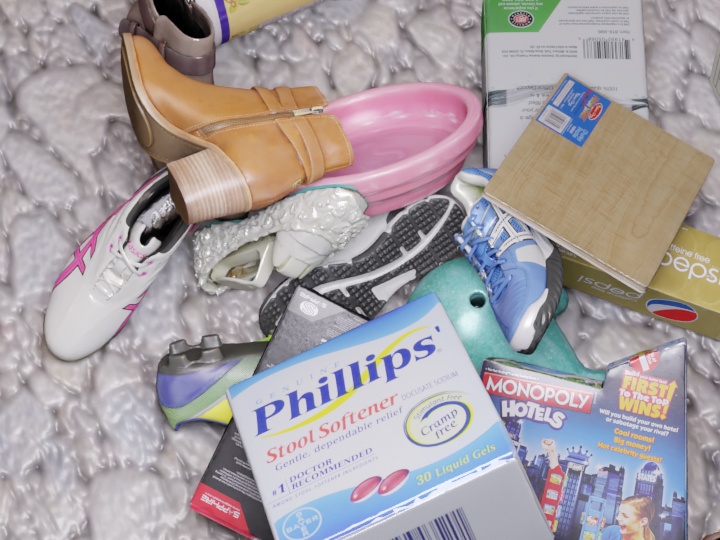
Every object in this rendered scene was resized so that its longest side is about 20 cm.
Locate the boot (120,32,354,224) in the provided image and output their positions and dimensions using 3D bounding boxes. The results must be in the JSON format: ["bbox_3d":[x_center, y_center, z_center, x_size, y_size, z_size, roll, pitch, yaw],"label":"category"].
[{"bbox_3d":[-0.107,-0.134,1.640,0.154,0.074,0.201,-20,64,-17],"label":"boot"}]

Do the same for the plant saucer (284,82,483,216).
[{"bbox_3d":[0.012,-0.101,1.705,0.200,0.051,0.201,-14,24,6],"label":"plant saucer"}]

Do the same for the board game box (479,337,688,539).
[{"bbox_3d":[0.185,0.139,1.561,0.199,0.062,0.201,14,94,8],"label":"board game box"}]

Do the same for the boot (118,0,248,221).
[{"bbox_3d":[-0.149,-0.156,1.726,0.070,0.147,0.200,-25,62,-31],"label":"boot"}]

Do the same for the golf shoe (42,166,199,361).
[{"bbox_3d":[-0.204,-0.011,1.667,0.072,0.092,0.200,36,84,-2],"label":"golf shoe"}]

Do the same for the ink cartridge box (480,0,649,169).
[{"bbox_3d":[0.180,-0.142,1.749,0.146,0.083,0.201,1,62,1],"label":"ink cartridge box"}]

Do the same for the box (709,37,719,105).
[{"bbox_3d":[0.398,-0.134,1.715,0.108,0.128,0.201,-16,64,-8],"label":"box"}]

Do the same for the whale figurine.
[{"bbox_3d":[0.126,0.066,1.628,0.200,0.104,0.159,32,67,18],"label":"whale figurine"}]

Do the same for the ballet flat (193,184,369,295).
[{"bbox_3d":[-0.069,-0.017,1.654,0.072,0.200,0.072,14,69,-41],"label":"ballet flat"}]

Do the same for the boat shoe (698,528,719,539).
[{"bbox_3d":[0.362,0.234,1.555,0.199,0.070,0.071,-2,61,-1],"label":"boat shoe"}]

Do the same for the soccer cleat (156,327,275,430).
[{"bbox_3d":[-0.071,0.094,1.645,0.199,0.084,0.065,-5,20,0],"label":"soccer cleat"}]

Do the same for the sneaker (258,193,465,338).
[{"bbox_3d":[0.000,0.000,1.697,0.199,0.080,0.074,-31,108,-2],"label":"sneaker"}]

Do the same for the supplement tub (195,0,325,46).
[{"bbox_3d":[-0.086,-0.304,1.806,0.199,0.146,0.146,-24,64,-11],"label":"supplement tub"}]

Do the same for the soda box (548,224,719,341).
[{"bbox_3d":[0.243,-0.005,1.661,0.199,0.064,0.068,20,70,-4],"label":"soda box"}]

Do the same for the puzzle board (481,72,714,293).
[{"bbox_3d":[0.198,-0.074,1.617,0.150,0.017,0.200,31,42,5],"label":"puzzle board"}]

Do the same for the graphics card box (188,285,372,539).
[{"bbox_3d":[-0.039,0.126,1.579,0.125,0.051,0.201,26,91,3],"label":"graphics card box"}]

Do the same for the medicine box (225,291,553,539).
[{"bbox_3d":[0.017,0.142,1.449,0.182,0.103,0.200,-25,39,-1],"label":"medicine box"}]

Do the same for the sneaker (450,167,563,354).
[{"bbox_3d":[0.114,-0.009,1.576,0.077,0.076,0.200,15,36,-16],"label":"sneaker"}]
